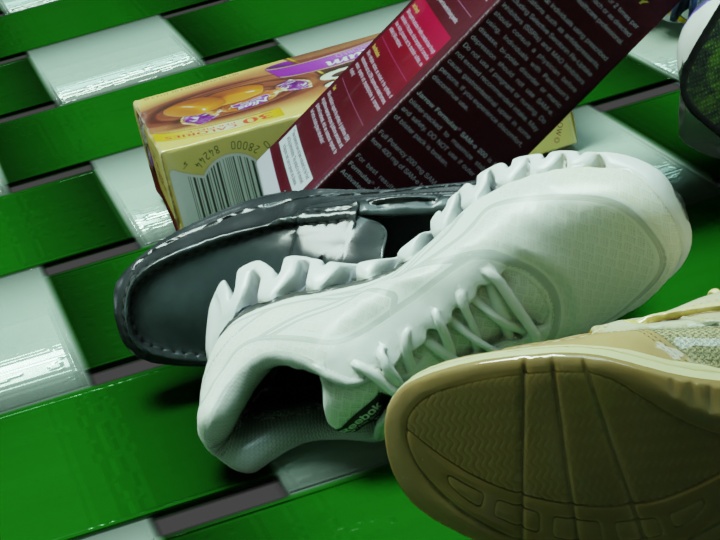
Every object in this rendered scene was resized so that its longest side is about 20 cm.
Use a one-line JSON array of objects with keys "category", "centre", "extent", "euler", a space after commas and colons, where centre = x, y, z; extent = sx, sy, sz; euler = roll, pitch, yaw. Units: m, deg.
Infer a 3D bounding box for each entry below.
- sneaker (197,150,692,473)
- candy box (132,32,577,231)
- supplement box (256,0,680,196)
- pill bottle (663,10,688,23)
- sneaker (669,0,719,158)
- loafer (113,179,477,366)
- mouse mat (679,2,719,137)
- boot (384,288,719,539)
[{"category": "sneaker", "centre": [0.026, 0.021, 0.830], "extent": [0.199, 0.075, 0.081], "euler": [-23, 23, 26]}, {"category": "candy box", "centre": [-0.005, -0.073, 1.152], "extent": [0.199, 0.057, 0.117], "euler": [-17, 19, -6]}, {"category": "supplement box", "centre": [0.046, -0.084, 0.993], "extent": [0.200, 0.061, 0.109], "euler": [-46, 17, 9]}, {"category": "pill bottle", "centre": [0.209, -0.191, 1.251], "extent": [0.199, 0.113, 0.112], "euler": [1, 24, 35]}, {"category": "sneaker", "centre": [0.181, -0.137, 0.969], "extent": [0.080, 0.147, 0.200], "euler": [14, -13, 2]}, {"category": "loafer", "centre": [0.000, 0.000, 0.918], "extent": [0.200, 0.068, 0.070], "euler": [-10, 10, -1]}, {"category": "mouse mat", "centre": [0.213, -0.100, 0.808], "extent": [0.161, 0.200, 0.008], "euler": [40, 27, 27]}, {"category": "boot", "centre": [0.116, 0.027, 0.757], "extent": [0.199, 0.073, 0.156], "euler": [-7, 21, 14]}]
